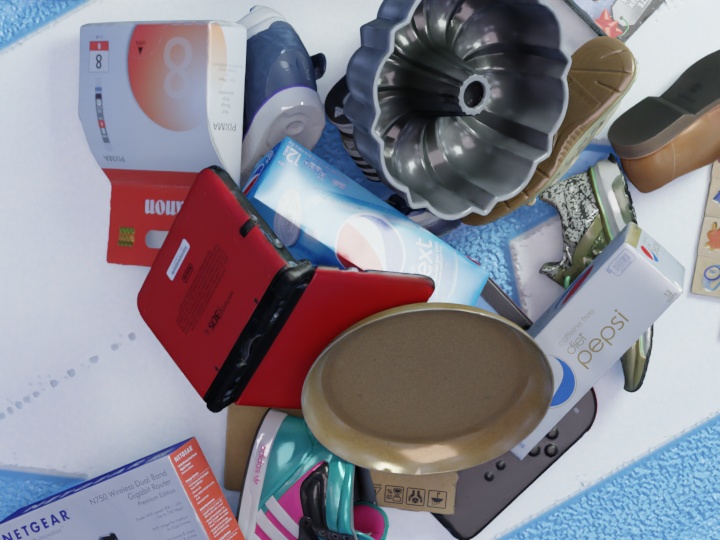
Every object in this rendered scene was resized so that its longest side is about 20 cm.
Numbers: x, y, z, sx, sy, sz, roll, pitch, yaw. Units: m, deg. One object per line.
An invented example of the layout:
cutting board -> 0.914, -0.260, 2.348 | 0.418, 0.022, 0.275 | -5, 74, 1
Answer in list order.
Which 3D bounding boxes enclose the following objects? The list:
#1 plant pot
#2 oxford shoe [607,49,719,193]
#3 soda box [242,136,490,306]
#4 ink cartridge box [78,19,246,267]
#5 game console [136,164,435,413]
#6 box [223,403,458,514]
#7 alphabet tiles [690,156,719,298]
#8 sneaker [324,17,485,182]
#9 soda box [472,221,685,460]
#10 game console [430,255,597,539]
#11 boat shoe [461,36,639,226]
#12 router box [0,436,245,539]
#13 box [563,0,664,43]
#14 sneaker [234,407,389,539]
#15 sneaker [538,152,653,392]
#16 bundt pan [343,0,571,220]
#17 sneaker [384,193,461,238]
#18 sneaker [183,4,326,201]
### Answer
plant pot -> 0.052, 0.090, 1.577 | 0.199, 0.028, 0.201 | -2, 136, -2
oxford shoe -> 0.302, -0.134, 1.691 | 0.199, 0.071, 0.071 | -31, 124, -6
soda box -> -0.002, -0.018, 1.588 | 0.200, 0.068, 0.064 | 33, 63, -12
ink cartridge box -> -0.167, -0.102, 1.633 | 0.162, 0.050, 0.201 | 5, 91, 42
game console -> -0.064, 0.018, 1.583 | 0.118, 0.200, 0.173 | -26, 70, -37
box -> -0.012, 0.118, 1.680 | 0.199, 0.021, 0.164 | 6, 110, 4
alphabet tiles -> 0.375, -0.032, 1.722 | 0.166, 0.006, 0.201 | 10, 93, -2
sneaker -> 0.058, -0.152, 1.683 | 0.200, 0.076, 0.116 | -44, 136, -20
soda box -> 0.175, 0.057, 1.633 | 0.064, 0.068, 0.200 | 41, 110, -3
game console -> 0.083, 0.105, 1.709 | 0.177, 0.031, 0.200 | -44, 93, 1
boat shoe -> 0.156, -0.109, 1.674 | 0.200, 0.063, 0.073 | -41, 74, 11
router box -> -0.185, 0.255, 1.659 | 0.199, 0.049, 0.180 | -24, 94, 28
box -> 0.235, -0.304, 1.684 | 0.137, 0.040, 0.200 | 44, 91, -3
sneaker -> -0.040, 0.220, 1.669 | 0.120, 0.084, 0.201 | 15, 112, 10
sneaker -> 0.197, 0.007, 1.694 | 0.088, 0.077, 0.201 | -11, 88, 11
bundt pan -> 0.067, -0.146, 1.584 | 0.201, 0.076, 0.203 | -14, 114, -34
sneaker -> 0.000, 0.000, 1.683 | 0.199, 0.077, 0.085 | -24, 106, 12
sneaker -> -0.105, -0.125, 1.675 | 0.080, 0.147, 0.200 | 7, 136, -35
